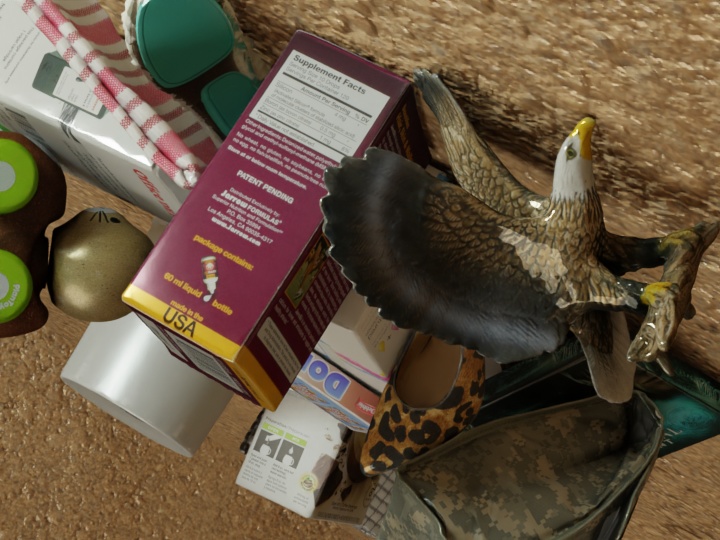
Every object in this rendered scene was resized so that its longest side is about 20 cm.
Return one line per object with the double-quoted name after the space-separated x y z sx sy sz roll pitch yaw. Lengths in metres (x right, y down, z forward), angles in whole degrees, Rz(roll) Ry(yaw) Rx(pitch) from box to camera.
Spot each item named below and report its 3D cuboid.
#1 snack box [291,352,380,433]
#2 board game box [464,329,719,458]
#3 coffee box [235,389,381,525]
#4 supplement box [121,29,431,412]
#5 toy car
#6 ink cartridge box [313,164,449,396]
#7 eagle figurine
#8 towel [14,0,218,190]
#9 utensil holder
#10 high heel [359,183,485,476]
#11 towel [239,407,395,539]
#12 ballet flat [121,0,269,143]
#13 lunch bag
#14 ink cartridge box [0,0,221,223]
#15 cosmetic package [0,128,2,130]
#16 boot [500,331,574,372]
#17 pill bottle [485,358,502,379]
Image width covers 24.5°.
-0.062 0.060 1.209 0.200 0.024 0.072 36 166 -19 "snack box"
0.160 0.107 1.222 0.135 0.028 0.200 29 142 -26 "board game box"
-0.014 0.106 1.403 0.080 0.200 0.113 21 178 25 "coffee box"
-0.046 -0.029 1.016 0.086 0.200 0.110 28 167 18 "supplement box"
-0.211 -0.023 1.283 0.200 0.158 0.164 3 179 -16 "toy car"
0.000 0.000 1.186 0.125 0.129 0.200 26 167 24 "ink cartridge box"
0.092 -0.022 0.923 0.200 0.151 0.152 16 174 15 "eagle figurine"
-0.154 -0.130 1.054 0.200 0.030 0.146 49 -174 0 "towel"
-0.183 0.065 1.674 0.170 0.200 0.170 29 167 7 "utensil holder"
0.039 0.037 1.093 0.071 0.200 0.143 38 177 42 "high heel"
-0.020 0.175 1.805 0.200 0.166 0.086 38 171 -27 "towel"
-0.106 -0.140 1.056 0.072 0.072 0.200 24 164 27 "ballet flat"
0.120 0.175 1.168 0.118 0.200 0.164 56 156 24 "lunch bag"
-0.193 -0.116 1.279 0.200 0.084 0.146 26 167 21 "ink cartridge box"
-0.352 -0.166 1.423 0.074 0.102 0.200 39 166 -33 "cosmetic package"
0.150 0.066 1.233 0.075 0.074 0.200 12 155 38 "boot"
0.104 0.109 1.407 0.104 0.104 0.200 25 166 24 "pill bottle"
